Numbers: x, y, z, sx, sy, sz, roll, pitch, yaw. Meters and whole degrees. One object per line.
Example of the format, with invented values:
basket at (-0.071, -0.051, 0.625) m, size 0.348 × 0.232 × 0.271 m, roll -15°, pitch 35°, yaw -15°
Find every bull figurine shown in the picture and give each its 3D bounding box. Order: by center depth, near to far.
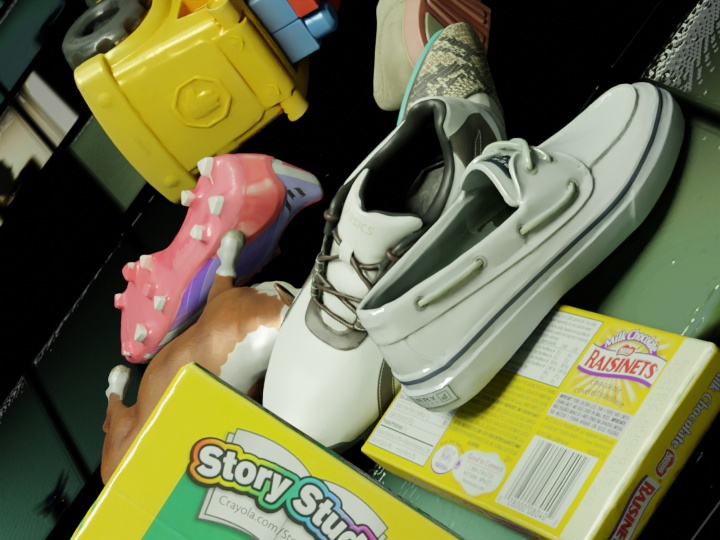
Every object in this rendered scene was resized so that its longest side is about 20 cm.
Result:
bull figurine at (-0.081, 0.052, 1.094) m, size 0.200 × 0.065 × 0.122 m, roll -44°, pitch 24°, yaw 18°

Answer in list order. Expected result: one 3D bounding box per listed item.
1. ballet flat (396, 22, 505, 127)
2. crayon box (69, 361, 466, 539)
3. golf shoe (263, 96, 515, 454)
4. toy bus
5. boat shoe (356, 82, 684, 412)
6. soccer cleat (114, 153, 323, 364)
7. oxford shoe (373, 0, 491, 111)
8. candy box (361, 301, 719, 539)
ballet flat at (0.040, -0.032, 1.006) m, size 0.075 × 0.068 × 0.201 m, roll 19°, pitch 80°, yaw 41°
crayon box at (-0.028, 0.160, 0.717) m, size 0.173 × 0.199 × 0.058 m, roll -57°, pitch 1°, yaw -6°
golf shoe at (0.000, 0.000, 0.930) m, size 0.078 × 0.094 × 0.201 m, roll 29°, pitch 89°, yaw 27°
toy bus at (-0.092, -0.174, 1.328) m, size 0.191 × 0.136 × 0.200 m, roll -29°, pitch 31°, yaw 19°
boat shoe at (0.076, -0.027, 0.879) m, size 0.073 × 0.067 × 0.200 m, roll -2°, pitch 43°, yaw 55°
soccer cleat at (-0.094, -0.001, 1.196) m, size 0.200 × 0.076 × 0.067 m, roll -54°, pitch 41°, yaw 44°
oxford shoe at (0.041, -0.185, 1.165) m, size 0.074 × 0.071 × 0.201 m, roll -31°, pitch 34°, yaw 45°
candy box at (0.077, 0.064, 0.851) m, size 0.102 × 0.026 × 0.200 m, roll -53°, pitch 25°, yaw -10°
